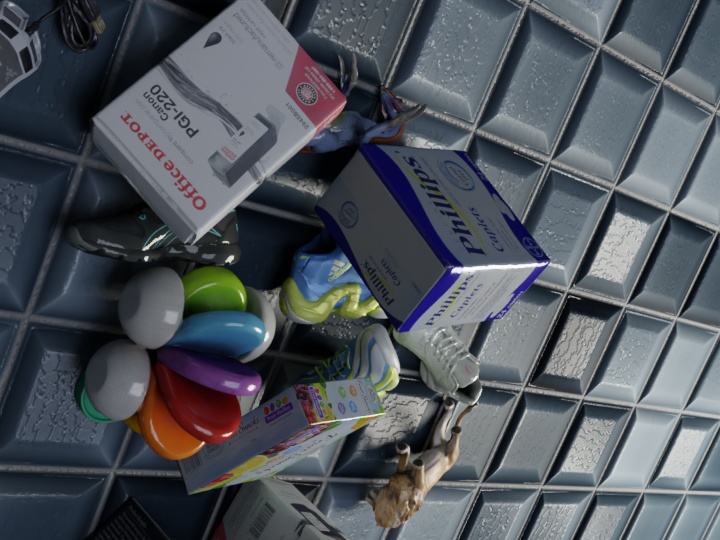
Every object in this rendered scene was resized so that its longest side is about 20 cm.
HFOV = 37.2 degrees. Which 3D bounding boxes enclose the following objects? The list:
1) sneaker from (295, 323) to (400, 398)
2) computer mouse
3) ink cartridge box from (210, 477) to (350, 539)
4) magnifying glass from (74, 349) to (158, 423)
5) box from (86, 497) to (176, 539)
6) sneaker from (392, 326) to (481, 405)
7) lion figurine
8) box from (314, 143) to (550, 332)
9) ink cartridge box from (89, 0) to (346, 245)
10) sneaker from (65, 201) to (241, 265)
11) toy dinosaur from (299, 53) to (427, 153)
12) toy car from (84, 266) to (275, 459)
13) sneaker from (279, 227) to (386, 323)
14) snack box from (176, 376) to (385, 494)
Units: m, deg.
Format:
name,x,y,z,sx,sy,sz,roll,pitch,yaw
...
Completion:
name,x,y,z,sx,sy,sz,roll,pitch,yaw
sneaker,-0.019,0.131,1.275,0.105,0.076,0.200,-19,158,-17
computer mouse,-0.313,-0.193,0.911,0.200,0.044,0.110,-44,139,-22
ink cartridge box,-0.090,0.362,1.294,0.084,0.200,0.145,27,94,-46
magnifying glass,-0.217,0.100,1.168,0.200,0.022,0.080,-29,129,-27
box,-0.274,0.390,1.215,0.200,0.107,0.149,-42,133,-15
sneaker,0.114,0.105,1.403,0.078,0.099,0.200,-46,135,-11
lion figurine,0.094,0.274,1.502,0.200,0.072,0.123,-29,137,-32
box,0.083,-0.040,1.207,0.200,0.184,0.105,-5,142,-48
ink cartridge box,-0.136,-0.144,1.017,0.200,0.085,0.146,-43,95,-13
sneaker,-0.205,-0.048,1.075,0.200,0.075,0.080,0,99,-48
toy dinosaur,-0.030,-0.166,1.175,0.200,0.105,0.181,-33,152,23
toy car,-0.166,0.099,1.089,0.175,0.150,0.201,17,104,-44
sneaker,0.000,0.000,1.254,0.199,0.076,0.105,-11,119,-36
snack box,-0.091,0.186,1.209,0.200,0.053,0.142,-33,162,31
